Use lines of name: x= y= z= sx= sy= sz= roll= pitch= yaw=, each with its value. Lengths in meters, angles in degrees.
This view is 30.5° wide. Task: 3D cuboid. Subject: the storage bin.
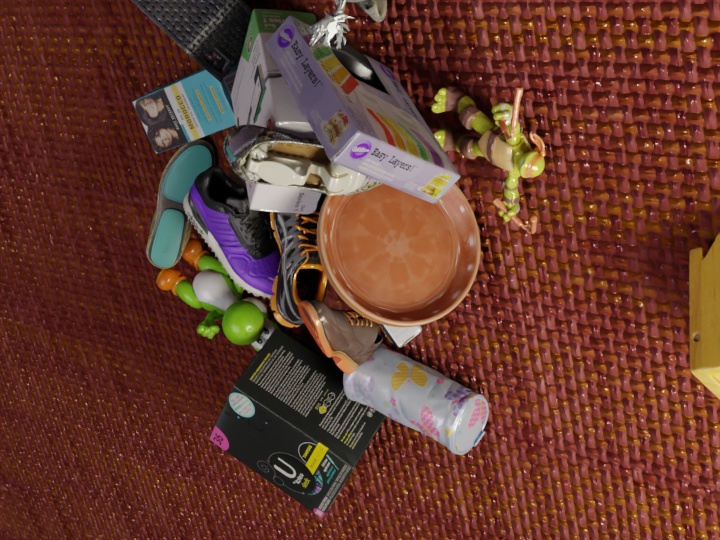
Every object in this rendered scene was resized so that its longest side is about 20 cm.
storage bin: x=-0.224 y=-0.341 z=1.620 sx=0.200 sy=0.094 sz=0.135 roll=43 pitch=-177 yaw=15

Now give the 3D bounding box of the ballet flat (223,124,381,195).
ballet flat: x=-0.053 y=-0.111 z=1.457 sx=0.072 sy=0.197 sz=0.073 roll=-172 pitch=90 yaw=-72

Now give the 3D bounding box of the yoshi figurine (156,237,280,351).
yoshi figurine: x=-0.198 y=0.042 z=1.895 sx=0.199 sy=0.112 sz=0.113 roll=38 pitch=131 yaw=16

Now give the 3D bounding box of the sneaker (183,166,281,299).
sneaker: x=-0.152 y=-0.055 z=1.732 sx=0.200 sy=0.069 sz=0.100 roll=47 pitch=137 yaw=10

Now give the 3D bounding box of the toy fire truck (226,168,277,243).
toy fire truck: x=-0.138 y=-0.103 z=1.779 sx=0.142 sy=0.049 sz=0.200 roll=52 pitch=141 yaw=5

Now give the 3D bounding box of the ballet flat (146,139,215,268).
ballet flat: x=-0.258 y=-0.101 z=1.877 sx=0.070 sy=0.070 sz=0.202 roll=31 pitch=112 yaw=26

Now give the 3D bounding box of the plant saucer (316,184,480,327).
plant saucer: x=0.043 y=-0.033 z=1.530 sx=0.201 sy=0.199 sz=0.032 roll=55 pitch=158 yaw=1

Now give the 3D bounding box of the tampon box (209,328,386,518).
tampon box: x=-0.086 y=0.213 z=1.843 sx=0.199 sy=0.127 sz=0.151 roll=33 pitch=138 yaw=5

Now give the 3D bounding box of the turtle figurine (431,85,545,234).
turtle figurine: x=0.148 y=-0.146 z=1.446 sx=0.161 sy=0.064 sz=0.202 roll=35 pitch=152 yaw=38

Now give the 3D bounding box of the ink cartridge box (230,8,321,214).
ink cartridge box: x=-0.092 y=-0.188 z=1.570 sx=0.147 sy=0.083 sz=0.202 roll=112 pitch=154 yaw=-45

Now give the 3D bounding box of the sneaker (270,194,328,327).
sneaker: x=-0.069 y=-0.028 z=1.694 sx=0.077 sy=0.077 sz=0.203 roll=177 pitch=93 yaw=-64

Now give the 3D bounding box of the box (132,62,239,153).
box: x=-0.224 y=-0.222 z=1.784 sx=0.199 sy=0.049 sz=0.083 roll=-12 pitch=107 yaw=48

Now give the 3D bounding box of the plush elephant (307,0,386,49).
plush elephant: x=-0.015 y=-0.347 z=1.430 sx=0.202 sy=0.163 sz=0.155 roll=-61 pitch=25 yaw=14

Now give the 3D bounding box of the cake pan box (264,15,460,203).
cake pan box: x=0.001 y=-0.176 z=1.446 sx=0.052 sy=0.183 sz=0.201 roll=-44 pitch=53 yaw=21

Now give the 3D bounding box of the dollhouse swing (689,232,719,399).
dollhouse swing: x=0.456 y=0.057 z=1.297 sx=0.199 sy=0.174 sz=0.185 roll=-19 pitch=61 yaw=50

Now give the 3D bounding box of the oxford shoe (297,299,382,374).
oxford shoe: x=-0.023 y=0.067 z=1.642 sx=0.072 sy=0.072 sz=0.200 roll=57 pitch=-178 yaw=21

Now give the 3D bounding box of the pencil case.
pencil case: x=0.070 y=0.166 z=1.723 sx=0.198 sy=0.083 sz=0.092 roll=23 pitch=142 yaw=34

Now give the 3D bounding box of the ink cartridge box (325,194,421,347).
ink cartridge box: x=0.000 y=0.000 z=1.630 sx=0.201 sy=0.047 sz=0.198 roll=53 pitch=180 yaw=0
